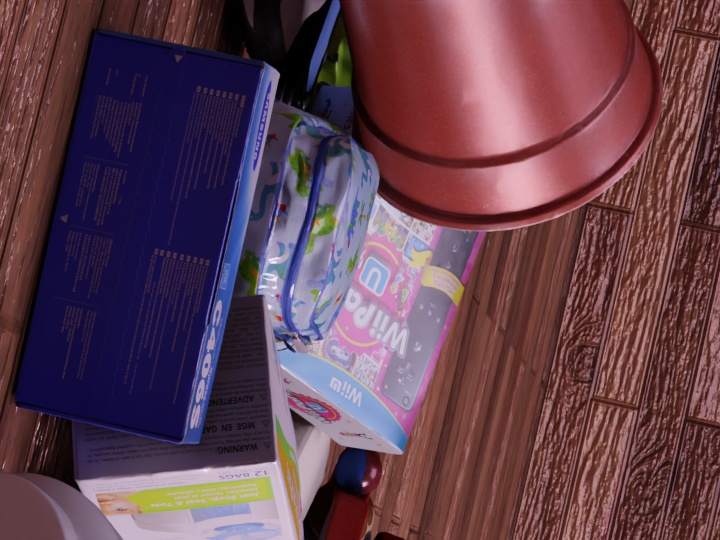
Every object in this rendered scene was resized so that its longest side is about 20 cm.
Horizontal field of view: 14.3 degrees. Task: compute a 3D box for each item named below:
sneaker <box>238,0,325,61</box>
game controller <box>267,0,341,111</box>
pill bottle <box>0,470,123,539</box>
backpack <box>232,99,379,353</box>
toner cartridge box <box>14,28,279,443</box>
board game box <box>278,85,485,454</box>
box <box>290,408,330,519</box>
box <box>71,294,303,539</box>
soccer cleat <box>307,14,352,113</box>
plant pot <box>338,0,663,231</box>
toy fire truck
[{"bbox_3d":[-0.021,-0.211,1.789,0.074,0.080,0.201,89,18,-57],"label":"sneaker"},{"bbox_3d":[-0.028,-0.166,1.896,0.104,0.042,0.201,84,21,-58],"label":"game controller"},{"bbox_3d":[-0.160,0.162,1.385,0.200,0.110,0.111,71,33,-70],"label":"pill bottle"},{"bbox_3d":[-0.057,-0.030,1.691,0.200,0.153,0.164,33,76,-66],"label":"backpack"},{"bbox_3d":[-0.110,-0.017,1.493,0.043,0.095,0.201,21,82,-80],"label":"toner cartridge box"},{"bbox_3d":[0.000,0.000,1.911,0.147,0.064,0.201,37,68,-41],"label":"board game box"},{"bbox_3d":[-0.077,0.153,1.917,0.200,0.068,0.082,-62,162,-56],"label":"box"},{"bbox_3d":[-0.093,0.107,1.609,0.200,0.112,0.102,83,1,-62],"label":"box"},{"bbox_3d":[0.000,-0.167,2.013,0.081,0.067,0.201,117,-6,-60],"label":"soccer cleat"},{"bbox_3d":[0.069,-0.162,1.735,0.196,0.200,0.201,69,32,-49],"label":"plant pot"},{"bbox_3d":[-0.023,0.209,2.040,0.168,0.112,0.200,115,-5,-52],"label":"toy fire truck"}]
